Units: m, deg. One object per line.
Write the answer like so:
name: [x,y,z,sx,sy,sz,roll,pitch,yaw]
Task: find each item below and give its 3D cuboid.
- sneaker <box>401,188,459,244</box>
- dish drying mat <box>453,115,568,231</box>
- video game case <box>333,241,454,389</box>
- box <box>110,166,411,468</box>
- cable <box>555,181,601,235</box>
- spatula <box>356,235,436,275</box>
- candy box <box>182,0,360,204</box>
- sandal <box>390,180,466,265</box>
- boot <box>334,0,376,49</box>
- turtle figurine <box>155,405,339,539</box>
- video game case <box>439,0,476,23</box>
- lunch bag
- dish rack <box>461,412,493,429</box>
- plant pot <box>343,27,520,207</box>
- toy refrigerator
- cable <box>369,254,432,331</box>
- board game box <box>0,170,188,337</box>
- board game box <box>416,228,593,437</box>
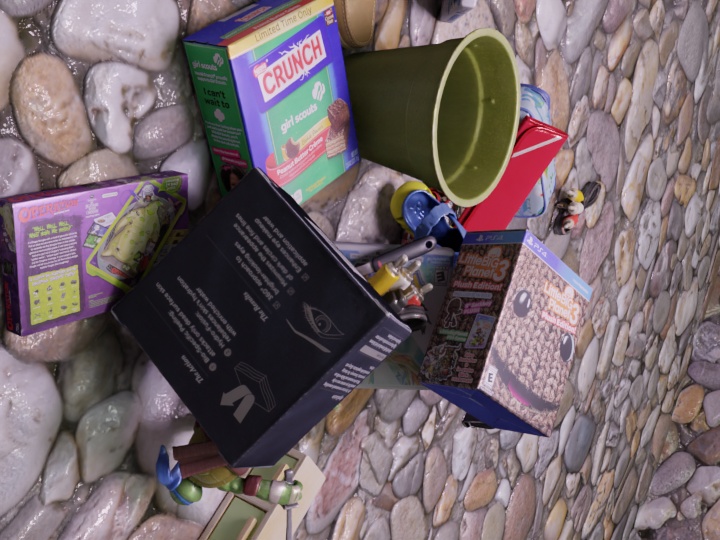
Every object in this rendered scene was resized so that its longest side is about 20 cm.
sneaker: [0.135,-0.066,1.318,0.200,0.067,0.109,-9,112,-51]
dish drying mat: [0.205,-0.117,1.229,0.076,0.018,0.201,15,122,-27]
video game case: [0.011,0.058,1.102,0.198,0.022,0.184,3,104,-11]
box: [-0.092,0.049,0.851,0.200,0.197,0.117,-43,162,2]
cable: [0.436,-0.121,1.740,0.199,0.050,0.098,-16,115,-50]
spatula: [0.000,0.000,1.056,0.198,0.021,0.057,-20,105,-5]
candy box: [-0.088,-0.178,0.952,0.169,0.076,0.202,-40,131,-39]
sandal: [0.122,-0.034,1.206,0.200,0.087,0.080,41,90,-25]
boot: [0.034,-0.347,0.994,0.073,0.154,0.202,-23,121,-49]
turtle figurine: [-0.110,0.186,0.974,0.194,0.144,0.200,-47,121,6]
video game case: [0.139,-0.430,1.136,0.182,0.022,0.202,-107,-154,-80]
lunch bag: [0.198,-0.176,1.289,0.083,0.159,0.201,-60,145,-39]
dish rack: [0.167,0.111,1.191,0.154,0.054,0.200,-62,143,-25]
plant pot: [0.062,-0.192,1.060,0.199,0.189,0.202,-26,122,-49]
toy refrigerator: [-0.132,0.309,1.069,0.201,0.075,0.070,-57,141,-24]
cable: [-0.002,0.061,1.060,0.097,0.199,0.051,46,20,-41]
board game box: [-0.242,-0.022,0.833,0.199,0.032,0.121,-19,121,-52]
board game box: [0.179,0.076,1.076,0.159,0.096,0.202,34,68,-37]
